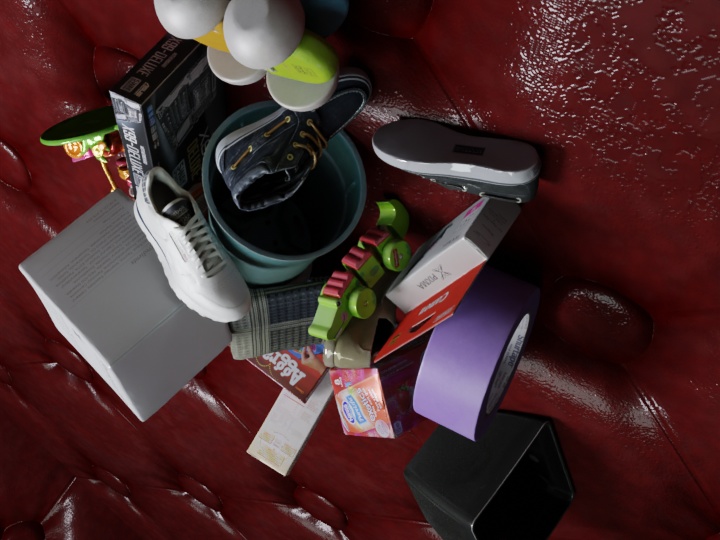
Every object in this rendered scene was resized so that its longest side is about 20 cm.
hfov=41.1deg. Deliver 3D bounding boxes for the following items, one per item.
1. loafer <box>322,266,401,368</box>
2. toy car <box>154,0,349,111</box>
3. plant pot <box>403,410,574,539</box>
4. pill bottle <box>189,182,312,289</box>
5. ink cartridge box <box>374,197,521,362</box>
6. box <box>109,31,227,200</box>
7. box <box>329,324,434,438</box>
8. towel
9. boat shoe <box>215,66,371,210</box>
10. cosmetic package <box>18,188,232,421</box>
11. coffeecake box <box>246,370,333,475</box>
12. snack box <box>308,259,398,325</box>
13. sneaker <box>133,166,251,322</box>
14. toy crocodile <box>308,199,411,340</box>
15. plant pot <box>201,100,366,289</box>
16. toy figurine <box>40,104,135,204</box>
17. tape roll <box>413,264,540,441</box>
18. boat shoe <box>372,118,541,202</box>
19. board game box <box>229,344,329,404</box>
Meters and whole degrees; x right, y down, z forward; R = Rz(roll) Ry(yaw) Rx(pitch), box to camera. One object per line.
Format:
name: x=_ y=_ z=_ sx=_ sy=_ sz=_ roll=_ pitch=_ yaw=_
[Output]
loafer: x=0.020 y=0.067 z=1.250 sx=0.067 sy=0.200 sz=0.077 roll=22 pitch=132 yaw=17
toy car: x=-0.097 y=-0.269 z=0.983 sx=0.198 sy=0.152 sz=0.175 roll=26 pitch=176 yaw=22
plant pot: x=0.184 y=0.329 z=1.458 sx=0.176 sy=0.200 sz=0.202 roll=19 pitch=147 yaw=43
pill bottle: x=-0.171 y=-0.031 z=1.364 sx=0.198 sy=0.113 sz=0.114 roll=33 pitch=149 yaw=17
ink cartridge box: x=0.087 y=0.008 z=1.133 sx=0.043 sy=0.174 sz=0.200 roll=42 pitch=147 yaw=-6
box: x=-0.230 y=-0.188 z=1.193 sx=0.049 sy=0.159 sz=0.202 roll=24 pitch=146 yaw=15
box: x=0.066 y=0.143 z=1.291 sx=0.099 sy=0.198 sz=0.097 roll=-8 pitch=100 yaw=47
towel: x=-0.095 y=0.063 z=1.327 sx=0.189 sy=0.035 sz=0.201 roll=-10 pitch=155 yaw=-9
boat shoe: x=-0.063 y=-0.141 z=1.063 sx=0.071 sy=0.198 sz=0.092 roll=54 pitch=-174 yaw=-48
cosmetic package: x=-0.296 y=0.043 z=1.236 sx=0.199 sy=0.166 sz=0.168 roll=40 pitch=158 yaw=23
coffeecake box: x=-0.093 y=0.213 z=1.501 sx=0.072 sy=0.202 sz=0.154 roll=30 pitch=169 yaw=4
snack box: x=-0.027 y=0.071 z=1.449 sx=0.199 sy=0.037 sz=0.116 roll=38 pitch=148 yaw=-4
sneaker: x=-0.196 y=-0.028 z=1.123 sx=0.201 sy=0.076 sz=0.081 roll=50 pitch=149 yaw=5
toy crocodile: x=0.000 y=0.000 z=1.189 sx=0.067 sy=0.201 sz=0.062 roll=17 pitch=154 yaw=47
plant pot: x=-0.111 y=-0.075 z=1.211 sx=0.199 sy=0.202 sz=0.196 roll=35 pitch=155 yaw=-1
toy figurine: x=-0.322 y=-0.123 z=1.336 sx=0.196 sy=0.150 sz=0.187 roll=-3 pitch=116 yaw=24
tape roll: x=0.144 y=0.098 z=1.174 sx=0.084 sy=0.201 sz=0.202 roll=23 pitch=146 yaw=16
boat shoe: x=0.104 y=-0.116 z=1.062 sx=0.197 sy=0.069 sz=0.057 roll=15 pitch=144 yaw=25
board game box: x=-0.131 y=0.100 z=1.447 sx=0.198 sy=0.104 sz=0.019 roll=34 pitch=173 yaw=18
